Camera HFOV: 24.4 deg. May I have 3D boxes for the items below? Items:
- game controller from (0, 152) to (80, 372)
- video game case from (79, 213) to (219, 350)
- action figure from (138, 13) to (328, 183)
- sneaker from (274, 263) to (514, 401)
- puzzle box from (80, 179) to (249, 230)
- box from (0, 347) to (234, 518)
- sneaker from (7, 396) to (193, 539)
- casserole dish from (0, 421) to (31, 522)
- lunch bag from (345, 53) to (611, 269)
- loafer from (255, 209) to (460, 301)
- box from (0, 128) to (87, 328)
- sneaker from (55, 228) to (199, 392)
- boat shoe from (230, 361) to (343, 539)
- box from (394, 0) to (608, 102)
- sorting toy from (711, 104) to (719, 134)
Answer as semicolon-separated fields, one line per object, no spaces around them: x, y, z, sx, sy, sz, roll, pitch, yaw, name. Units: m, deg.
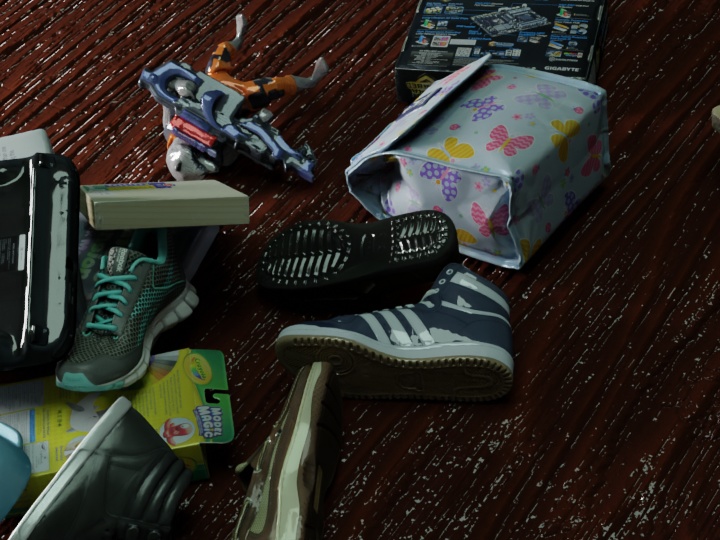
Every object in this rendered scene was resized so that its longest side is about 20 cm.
-0.284;-0.009;1.367;0.104;0.042;0.201;-11;58;12;game controller
-0.248;0.008;1.528;0.181;0.023;0.201;8;44;17;video game case
-0.114;-0.146;1.652;0.200;0.105;0.194;37;62;9;action figure
0.033;0.048;1.401;0.198;0.070;0.109;5;47;6;sneaker
-0.178;-0.059;1.480;0.132;0.026;0.200;-3;8;-13;puzzle box
-0.203;0.129;1.369;0.199;0.049;0.118;-12;41;-1;box
-0.204;0.204;1.266;0.099;0.071;0.200;36;76;0;sneaker
-0.343;0.190;1.291;0.121;0.039;0.200;21;64;38;casserole dish
0.103;-0.110;1.529;0.199;0.128;0.170;18;46;36;lunch bag
0.000;0.000;1.468;0.199;0.071;0.073;-5;55;27;loafer
-0.353;-0.011;1.472;0.199;0.105;0.184;-14;43;-6;box
-0.203;0.027;1.389;0.077;0.092;0.200;1;28;17;sneaker
-0.063;0.152;1.302;0.074;0.075;0.203;-4;42;14;boat shoe
0.147;-0.231;1.712;0.199;0.046;0.159;4;43;14;box
0.452;-0.101;1.500;0.199;0.070;0.199;-21;43;-13;sorting toy
